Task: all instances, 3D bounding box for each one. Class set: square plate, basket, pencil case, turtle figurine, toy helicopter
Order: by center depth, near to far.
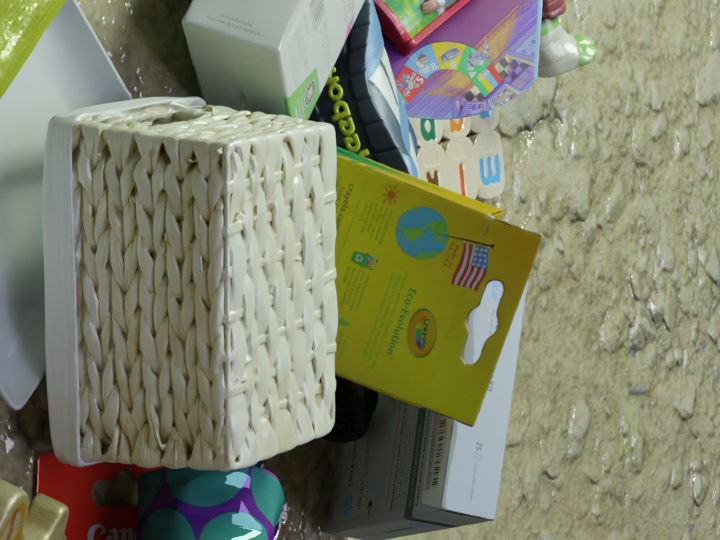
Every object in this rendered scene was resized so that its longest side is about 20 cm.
[{"bbox_3d":[-0.188,0.168,1.194,0.200,0.079,0.133,96,20,-62],"label":"toy helicopter"},{"bbox_3d":[-0.196,-0.060,1.295,0.198,0.028,0.200,-60,136,-38],"label":"square plate"},{"bbox_3d":[-0.091,0.008,1.317,0.135,0.123,0.201,-17,110,-59],"label":"basket"},{"bbox_3d":[-0.083,0.206,1.342,0.092,0.085,0.201,9,63,-20],"label":"pencil case"},{"bbox_3d":[0.129,-0.254,1.682,0.200,0.143,0.194,-51,134,-39],"label":"turtle figurine"}]

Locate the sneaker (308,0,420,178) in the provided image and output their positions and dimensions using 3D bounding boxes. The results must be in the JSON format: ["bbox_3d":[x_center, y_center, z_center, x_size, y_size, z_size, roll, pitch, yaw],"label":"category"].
[{"bbox_3d":[-0.008,-0.110,1.523,0.082,0.074,0.201,38,38,-70],"label":"sneaker"}]

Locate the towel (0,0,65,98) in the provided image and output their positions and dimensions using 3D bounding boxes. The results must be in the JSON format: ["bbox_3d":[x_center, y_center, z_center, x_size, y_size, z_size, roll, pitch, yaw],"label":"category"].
[{"bbox_3d":[-0.182,-0.177,1.281,0.086,0.018,0.200,57,43,-34],"label":"towel"}]

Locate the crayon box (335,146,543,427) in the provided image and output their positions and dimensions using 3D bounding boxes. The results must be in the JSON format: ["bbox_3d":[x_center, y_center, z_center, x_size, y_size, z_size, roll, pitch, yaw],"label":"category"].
[{"bbox_3d":[0.000,0.000,1.407,0.051,0.199,0.127,-20,132,-77],"label":"crayon box"}]

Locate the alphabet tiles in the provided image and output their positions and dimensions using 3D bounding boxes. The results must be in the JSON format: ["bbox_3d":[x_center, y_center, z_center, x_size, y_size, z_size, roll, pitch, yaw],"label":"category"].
[{"bbox_3d":[0.044,-0.089,1.665,0.200,0.015,0.196,-17,103,-55],"label":"alphabet tiles"}]

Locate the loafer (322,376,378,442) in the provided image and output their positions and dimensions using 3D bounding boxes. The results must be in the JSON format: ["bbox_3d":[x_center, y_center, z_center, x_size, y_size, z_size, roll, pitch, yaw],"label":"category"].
[{"bbox_3d":[-0.026,0.016,1.505,0.071,0.073,0.201,-39,121,-47],"label":"loafer"}]

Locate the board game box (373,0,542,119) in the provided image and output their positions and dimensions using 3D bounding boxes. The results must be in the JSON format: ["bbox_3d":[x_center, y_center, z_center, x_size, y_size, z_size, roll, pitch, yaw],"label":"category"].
[{"bbox_3d":[0.050,-0.203,1.563,0.039,0.157,0.201,145,-50,-79],"label":"board game box"}]

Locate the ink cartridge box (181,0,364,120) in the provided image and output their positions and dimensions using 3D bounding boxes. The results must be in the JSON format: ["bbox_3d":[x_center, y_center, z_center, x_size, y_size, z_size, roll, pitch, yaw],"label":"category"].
[{"bbox_3d":[-0.035,-0.196,1.448,0.117,0.067,0.201,82,30,-64],"label":"ink cartridge box"}]

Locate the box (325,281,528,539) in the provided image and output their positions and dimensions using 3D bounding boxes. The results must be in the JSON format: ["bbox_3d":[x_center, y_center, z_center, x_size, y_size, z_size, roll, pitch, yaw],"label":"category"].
[{"bbox_3d":[0.040,0.090,1.506,0.041,0.200,0.157,14,75,-20],"label":"box"}]

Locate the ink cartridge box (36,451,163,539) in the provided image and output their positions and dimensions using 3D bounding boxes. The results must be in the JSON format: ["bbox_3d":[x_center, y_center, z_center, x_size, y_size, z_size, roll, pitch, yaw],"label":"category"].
[{"bbox_3d":[-0.127,0.211,1.377,0.162,0.057,0.201,8,88,-56],"label":"ink cartridge box"}]
